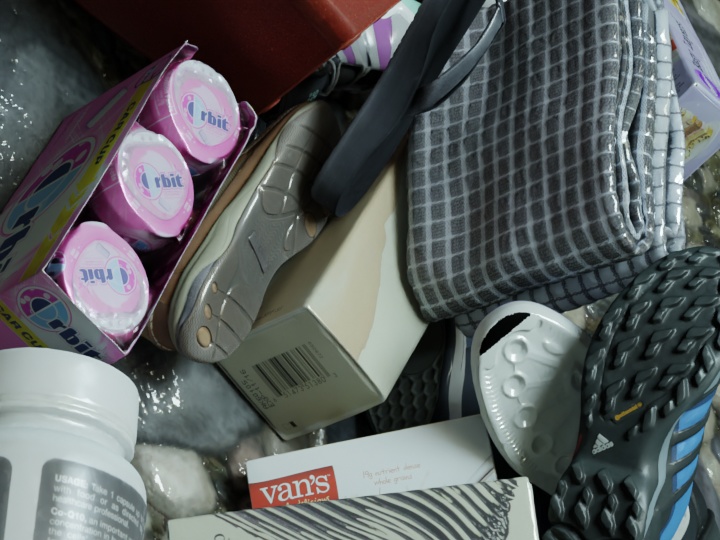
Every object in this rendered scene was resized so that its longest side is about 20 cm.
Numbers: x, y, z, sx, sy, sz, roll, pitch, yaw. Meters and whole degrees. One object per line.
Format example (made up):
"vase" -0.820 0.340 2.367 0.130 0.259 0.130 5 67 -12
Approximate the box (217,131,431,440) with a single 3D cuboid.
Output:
"box" 0.000 0.000 1.371 0.078 0.095 0.200 49 42 -18

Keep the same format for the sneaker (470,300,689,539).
"sneaker" 0.111 0.073 1.336 0.200 0.080 0.147 50 4 -28

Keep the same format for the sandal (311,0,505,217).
"sandal" 0.043 -0.113 1.301 0.043 0.201 0.076 35 18 11

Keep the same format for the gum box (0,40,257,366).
"gum box" -0.141 -0.027 1.221 0.066 0.113 0.201 45 45 -20

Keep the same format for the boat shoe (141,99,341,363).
"boat shoe" -0.075 -0.032 1.316 0.200 0.071 0.076 -55 141 -39

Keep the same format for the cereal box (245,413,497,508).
"cereal box" 0.020 0.192 1.270 0.040 0.143 0.202 66 12 -74

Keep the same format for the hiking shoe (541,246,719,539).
"hiking shoe" 0.156 0.083 1.241 0.201 0.074 0.087 -66 157 -4

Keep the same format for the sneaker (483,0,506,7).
"sneaker" 0.092 -0.165 1.508 0.200 0.075 0.106 -102 170 -73

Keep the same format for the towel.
"towel" 0.105 -0.076 1.322 0.085 0.165 0.202 22 58 -40

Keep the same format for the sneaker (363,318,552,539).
"sneaker" 0.073 0.114 1.409 0.146 0.077 0.204 33 41 -42

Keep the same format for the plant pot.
"plant pot" -0.050 -0.207 1.298 0.200 0.200 0.177 -42 97 -32

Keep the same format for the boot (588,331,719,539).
"boot" 0.167 0.137 1.463 0.169 0.076 0.200 65 25 -10

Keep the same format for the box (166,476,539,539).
"box" -0.002 0.166 1.218 0.198 0.068 0.083 -8 72 -2

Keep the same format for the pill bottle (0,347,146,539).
"pill bottle" -0.164 0.148 1.114 0.113 0.113 0.202 26 55 -35

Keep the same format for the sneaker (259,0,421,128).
"sneaker" -0.024 -0.123 1.427 0.199 0.078 0.141 30 53 -21

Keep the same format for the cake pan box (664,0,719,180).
"cake pan box" 0.139 -0.081 1.443 0.052 0.200 0.185 38 22 -23
